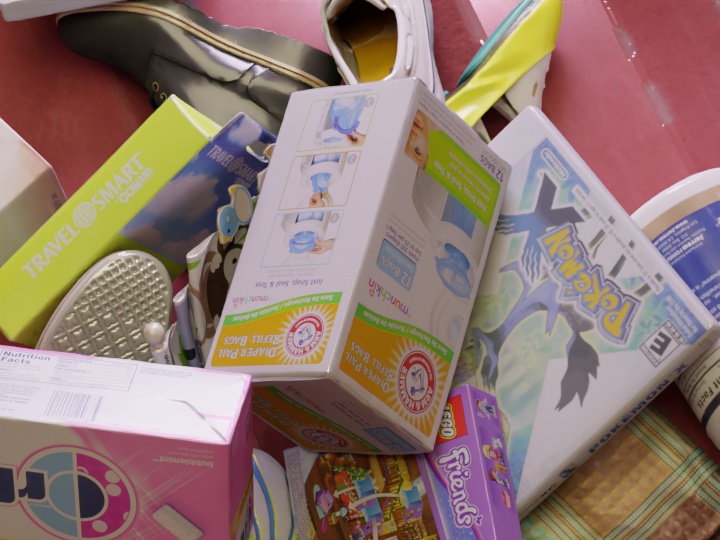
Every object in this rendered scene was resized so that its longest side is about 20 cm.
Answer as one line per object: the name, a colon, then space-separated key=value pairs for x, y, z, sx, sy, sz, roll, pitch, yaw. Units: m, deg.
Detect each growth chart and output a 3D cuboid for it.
growth chart: x=-0.068 y=0.016 z=1.536 sx=0.018 sy=0.145 sz=0.200 roll=14 pitch=50 yaw=33

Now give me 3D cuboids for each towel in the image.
towel: x=0.124 y=0.124 z=1.546 sx=0.147 sy=0.022 sz=0.200 roll=-43 pitch=69 yaw=-13

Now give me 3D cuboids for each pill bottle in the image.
pill bottle: x=0.244 y=0.045 z=1.522 sx=0.111 sy=0.111 sz=0.200 roll=-27 pitch=66 yaw=-7

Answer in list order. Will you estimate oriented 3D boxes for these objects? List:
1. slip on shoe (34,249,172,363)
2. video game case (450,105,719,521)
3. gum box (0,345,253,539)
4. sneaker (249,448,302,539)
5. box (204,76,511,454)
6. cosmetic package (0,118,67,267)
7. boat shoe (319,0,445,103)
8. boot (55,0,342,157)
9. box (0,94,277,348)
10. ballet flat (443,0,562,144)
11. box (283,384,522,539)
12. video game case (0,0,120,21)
slip on shoe: x=-0.175 y=0.073 z=1.525 sx=0.074 sy=0.061 sz=0.200 roll=20 pitch=108 yaw=-15
video game case: x=0.098 y=0.027 z=1.528 sx=0.182 sy=0.022 sz=0.200 roll=-44 pitch=60 yaw=12
gum box: x=-0.165 y=0.113 z=1.442 sx=0.199 sy=0.114 sz=0.066 roll=7 pitch=36 yaw=7
sneaker: x=-0.073 y=0.191 z=1.485 sx=0.075 sy=0.105 sz=0.201 roll=-1 pitch=66 yaw=4
box: x=0.000 y=0.000 z=1.493 sx=0.101 sy=0.112 sz=0.201 roll=-3 pitch=60 yaw=39
cosmetic package: x=-0.288 y=-0.006 z=1.595 sx=0.200 sy=0.103 sz=0.087 roll=-43 pitch=68 yaw=-13
boat shoe: x=0.005 y=-0.166 z=1.630 sx=0.071 sy=0.070 sz=0.200 roll=-24 pitch=43 yaw=14
boot: x=-0.127 y=-0.102 z=1.645 sx=0.199 sy=0.077 sz=0.139 roll=15 pitch=75 yaw=15
box: x=-0.137 y=-0.029 z=1.550 sx=0.200 sy=0.122 sz=0.048 roll=-44 pitch=71 yaw=6
ballet flat: x=0.078 y=-0.106 z=1.639 sx=0.067 sy=0.067 sz=0.200 roll=46 pitch=78 yaw=-1
box: x=0.032 y=0.184 z=1.483 sx=0.137 sy=0.039 sz=0.201 roll=-21 pitch=64 yaw=26
video game case: x=-0.179 y=-0.246 z=1.698 sx=0.143 sy=0.018 sz=0.200 roll=-11 pitch=41 yaw=0
